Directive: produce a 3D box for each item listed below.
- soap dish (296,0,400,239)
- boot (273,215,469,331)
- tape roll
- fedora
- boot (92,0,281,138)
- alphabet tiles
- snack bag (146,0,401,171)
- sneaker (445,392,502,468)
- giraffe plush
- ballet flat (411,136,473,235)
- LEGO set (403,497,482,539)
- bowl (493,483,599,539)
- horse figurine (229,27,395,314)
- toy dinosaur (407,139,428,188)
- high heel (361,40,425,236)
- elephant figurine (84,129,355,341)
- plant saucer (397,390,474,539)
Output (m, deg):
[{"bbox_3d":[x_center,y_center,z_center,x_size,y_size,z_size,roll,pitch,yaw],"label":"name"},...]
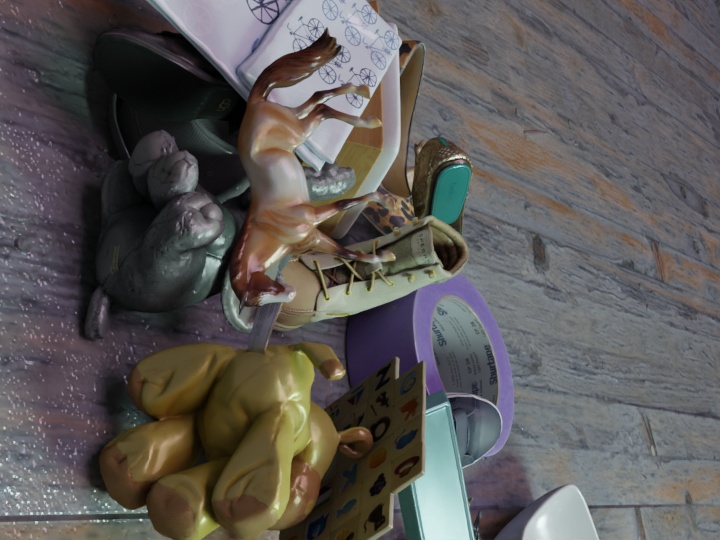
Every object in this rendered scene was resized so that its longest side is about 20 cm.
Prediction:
[{"bbox_3d":[-0.029,-0.133,1.172,0.080,0.200,0.159,7,63,-16],"label":"soap dish"},{"bbox_3d":[0.000,0.000,1.164,0.199,0.154,0.073,-4,77,-58],"label":"boot"},{"bbox_3d":[0.075,0.103,1.300,0.200,0.084,0.202,35,46,-46],"label":"tape roll"},{"bbox_3d":[-0.124,-0.121,1.093,0.200,0.090,0.178,33,47,-46],"label":"fedora"},{"bbox_3d":[-0.123,-0.204,1.025,0.199,0.069,0.176,18,56,-33],"label":"boot"},{"bbox_3d":[-0.007,0.161,1.032,0.006,0.166,0.201,40,28,-22],"label":"alphabet tiles"},{"bbox_3d":[-0.063,-0.205,1.015,0.200,0.021,0.189,44,45,-16],"label":"snack bag"},{"bbox_3d":[0.055,0.161,1.152,0.198,0.079,0.079,-6,99,-25],"label":"sneaker"},{"bbox_3d":[-0.079,0.132,0.968,0.201,0.172,0.162,-56,149,-17],"label":"giraffe plush"},{"bbox_3d":[0.076,-0.059,1.337,0.070,0.201,0.066,-5,45,-22],"label":"ballet flat"},{"bbox_3d":[0.114,0.333,1.200,0.201,0.115,0.154,58,33,-20],"label":"LEGO set"},{"bbox_3d":[0.210,0.356,1.386,0.199,0.074,0.202,-18,89,-59],"label":"bowl"},{"bbox_3d":[-0.044,-0.075,0.938,0.050,0.131,0.202,164,-82,-77],"label":"horse figurine"},{"bbox_3d":[0.049,-0.102,1.396,0.200,0.058,0.102,48,39,-33],"label":"toy dinosaur"},{"bbox_3d":[0.043,-0.130,1.264,0.071,0.142,0.201,10,46,-52],"label":"high heel"},{"bbox_3d":[-0.107,-0.020,1.010,0.199,0.155,0.143,20,49,-47],"label":"elephant figurine"},{"bbox_3d":[0.069,0.212,1.111,0.069,0.019,0.202,-18,104,-31],"label":"plant saucer"}]
